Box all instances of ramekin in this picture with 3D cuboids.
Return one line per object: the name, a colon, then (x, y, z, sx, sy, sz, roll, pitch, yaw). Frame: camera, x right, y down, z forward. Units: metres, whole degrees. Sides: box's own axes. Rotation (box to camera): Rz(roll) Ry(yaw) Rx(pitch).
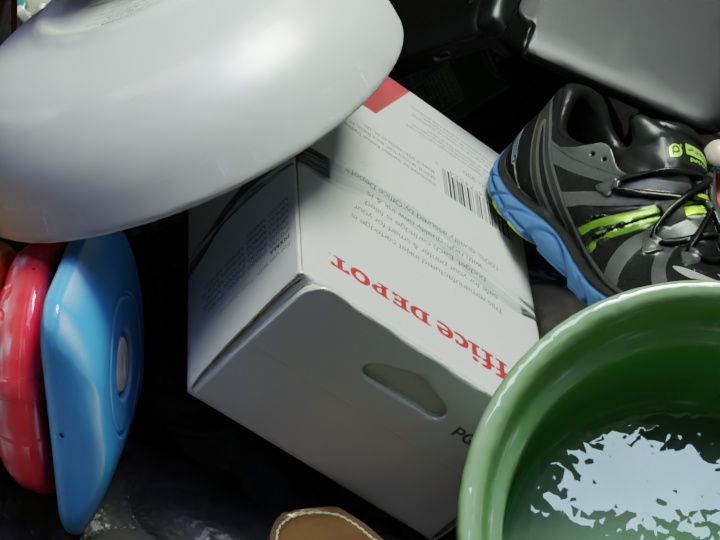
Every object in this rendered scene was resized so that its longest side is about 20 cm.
ramekin: (0.131, 0.113, 0.976, 0.199, 0.098, 0.201, 1, 71, -4)

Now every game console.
game console: (0.103, -0.152, 1.244, 0.116, 0.175, 0.201, 44, 50, -29)

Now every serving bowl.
serving bowl: (-0.085, -0.092, 1.053, 0.199, 0.066, 0.200, -20, 26, 10)

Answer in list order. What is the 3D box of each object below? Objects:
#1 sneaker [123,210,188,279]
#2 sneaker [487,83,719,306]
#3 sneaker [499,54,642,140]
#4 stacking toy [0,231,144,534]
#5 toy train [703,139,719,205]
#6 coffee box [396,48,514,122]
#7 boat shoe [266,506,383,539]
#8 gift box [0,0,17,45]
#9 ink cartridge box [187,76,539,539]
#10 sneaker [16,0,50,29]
sneaker: (-0.095, -0.028, 1.175, 0.081, 0.074, 0.200, 24, 40, 8)
sneaker: (0.128, -0.021, 1.093, 0.071, 0.083, 0.200, 16, 20, -40)
sneaker: (0.139, -0.109, 1.348, 0.199, 0.080, 0.116, 19, 72, -36)
stacking toy: (-0.196, 0.037, 1.051, 0.199, 0.117, 0.110, 1, 30, 7)
toy train: (0.210, 0.022, 1.167, 0.200, 0.150, 0.056, 34, 78, 19)
coffee box: (0.039, -0.144, 1.333, 0.200, 0.044, 0.123, -36, 103, -44)
boat shoe: (0.010, 0.142, 0.958, 0.075, 0.074, 0.200, -10, 29, -16)
gift box: (-0.260, -0.100, 1.121, 0.186, 0.200, 0.185, 9, 50, -2)
ink cartridge box: (0.000, 0.000, 1.110, 0.146, 0.083, 0.200, 34, 29, -25)
sneaker: (-0.169, -0.121, 1.260, 0.199, 0.071, 0.093, 13, 40, 25)
